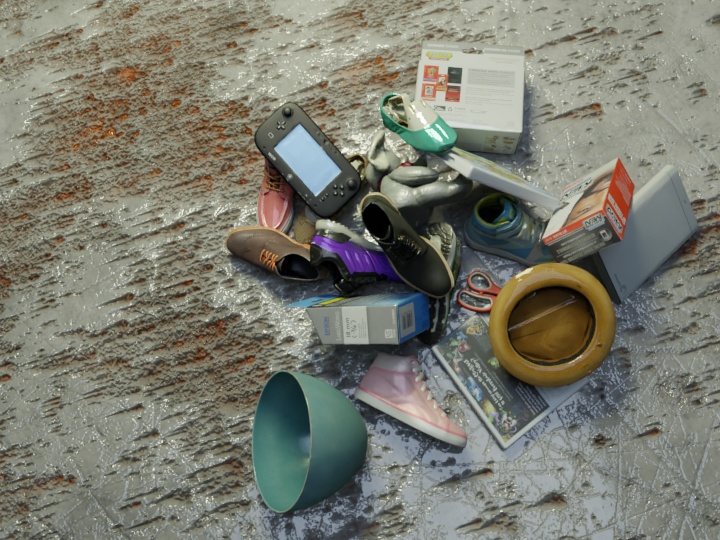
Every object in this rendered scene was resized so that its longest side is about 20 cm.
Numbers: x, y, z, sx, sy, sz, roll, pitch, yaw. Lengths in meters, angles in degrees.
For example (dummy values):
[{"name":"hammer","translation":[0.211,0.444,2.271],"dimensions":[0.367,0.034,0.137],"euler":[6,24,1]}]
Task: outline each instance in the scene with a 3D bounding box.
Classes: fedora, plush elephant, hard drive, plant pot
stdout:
[{"name":"fedora","translation":[0.299,0.085,1.142],"dimensions":[0.195,0.082,0.207],"euler":[0,90,6]},{"name":"plush elephant","translation":[0.070,-0.144,1.230],"dimensions":[0.194,0.166,0.158],"euler":[-4,55,-11]},{"name":"hard drive","translation":[0.473,-0.060,1.202],"dimensions":[0.199,0.027,0.133],"euler":[-40,116,-10]},{"name":"plant pot","translation":[-0.067,0.260,1.103],"dimensions":[0.132,0.199,0.206],"euler":[8,66,-33]}]

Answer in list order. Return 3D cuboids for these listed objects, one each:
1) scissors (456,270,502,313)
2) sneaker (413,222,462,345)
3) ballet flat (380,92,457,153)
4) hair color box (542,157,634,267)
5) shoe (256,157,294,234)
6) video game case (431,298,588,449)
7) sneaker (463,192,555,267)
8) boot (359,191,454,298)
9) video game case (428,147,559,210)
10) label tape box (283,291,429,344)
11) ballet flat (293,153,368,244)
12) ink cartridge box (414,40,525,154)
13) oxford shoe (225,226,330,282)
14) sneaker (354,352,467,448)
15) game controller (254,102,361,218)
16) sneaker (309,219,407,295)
[{"name":"scissors","translation":[0.258,0.054,1.199],"dimensions":[0.195,0.014,0.074],"euler":[18,65,18]},{"name":"sneaker","translation":[0.142,0.025,1.213],"dimensions":[0.076,0.087,0.206],"euler":[14,96,41]},{"name":"ballet flat","translation":[0.084,-0.247,1.170],"dimensions":[0.067,0.071,0.200],"euler":[-33,34,-10]},{"name":"hair color box","translation":[0.371,-0.096,1.163],"dimensions":[0.064,0.110,0.201],"euler":[52,38,-12]},{"name":"shoe","translation":[-0.152,-0.163,1.288],"dimensions":[0.069,0.091,0.205],"euler":[6,71,6]},{"name":"video game case","translation":[0.244,0.156,1.188],"dimensions":[0.180,0.023,0.202],"euler":[-35,73,-8]},{"name":"sneaker","translation":[0.272,-0.069,1.206],"dimensions":[0.194,0.131,0.082],"euler":[8,70,6]},{"name":"boot","translation":[0.066,-0.027,1.091],"dimensions":[0.200,0.138,0.078],"euler":[44,99,-4]},{"name":"video game case","translation":[0.205,-0.165,1.188],"dimensions":[0.022,0.196,0.182],"euler":[-65,33,16]},{"name":"label tape box","translation":[-0.003,0.076,1.157],"dimensions":[0.195,0.143,0.065],"euler":[-3,94,26]},{"name":"ballet flat","translation":[-0.053,-0.135,1.285],"dimensions":[0.070,0.065,0.201],"euler":[34,77,14]},{"name":"ink cartridge box","translation":[0.198,-0.319,1.321],"dimensions":[0.194,0.084,0.180],"euler":[6,72,6]},{"name":"oxford shoe","translation":[-0.147,-0.028,1.240],"dimensions":[0.195,0.073,0.073],"euler":[14,104,9]},{"name":"sneaker","translation":[0.095,0.199,1.154],"dimensions":[0.197,0.075,0.106],"euler":[25,79,16]},{"name":"game controller","translation":[-0.090,-0.188,1.233],"dimensions":[0.104,0.042,0.201],"euler":[-42,88,-12]},{"name":"sneaker","translation":[0.000,0.000,1.210],"dimensions":[0.196,0.069,0.102],"euler":[23,71,-14]}]
